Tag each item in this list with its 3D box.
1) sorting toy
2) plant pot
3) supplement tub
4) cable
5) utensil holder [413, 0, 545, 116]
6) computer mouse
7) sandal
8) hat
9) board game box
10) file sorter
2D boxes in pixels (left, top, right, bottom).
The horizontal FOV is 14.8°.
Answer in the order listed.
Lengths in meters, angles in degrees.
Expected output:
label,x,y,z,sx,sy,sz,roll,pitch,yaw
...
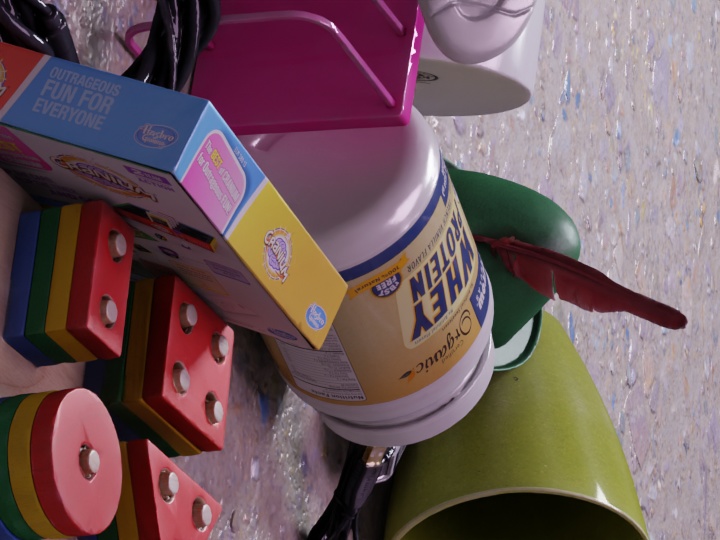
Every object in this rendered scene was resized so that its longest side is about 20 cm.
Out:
label,x,y,z,sx,sy,sz,roll,pitch,yaw
sorting toy,-0.131,0.076,1.362,0.200,0.069,0.199,49,39,-53
plant pot,0.103,0.127,1.954,0.187,0.186,0.201,65,17,-48
supplement tub,0.000,0.000,1.687,0.200,0.144,0.145,66,31,-46
cable,-0.135,-0.153,1.429,0.163,0.051,0.201,-41,132,-48
utensil holder,0.042,-0.214,1.772,0.170,0.169,0.201,31,62,-66
computer mouse,0.010,0.102,1.842,0.200,0.044,0.110,-59,165,-61
sandal,0.059,-0.219,1.584,0.050,0.082,0.204,180,-95,-72
hat,0.123,-0.037,1.860,0.200,0.176,0.166,52,38,-4
board game box,-0.108,-0.037,1.381,0.040,0.153,0.200,-64,152,-17
file sorter,-0.044,-0.196,1.587,0.125,0.138,0.201,48,46,-56
